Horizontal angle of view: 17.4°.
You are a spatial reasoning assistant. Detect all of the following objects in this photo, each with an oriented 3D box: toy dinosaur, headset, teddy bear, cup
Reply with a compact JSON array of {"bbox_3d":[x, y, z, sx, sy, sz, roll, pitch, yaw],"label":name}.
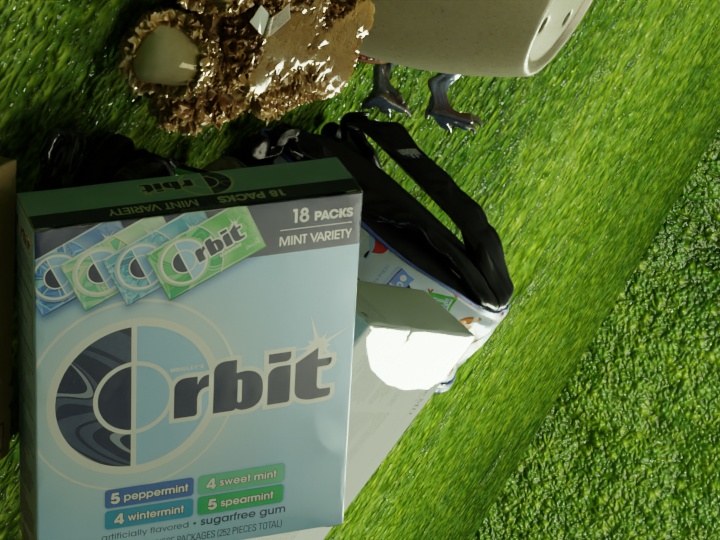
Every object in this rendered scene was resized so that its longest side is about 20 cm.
[{"bbox_3d":[0.070,-0.186,1.592,0.200,0.104,0.182,49,54,-64],"label":"toy dinosaur"},{"bbox_3d":[-0.104,-0.036,1.245,0.199,0.123,0.094,-5,120,-51],"label":"headset"},{"bbox_3d":[-0.067,-0.136,1.272,0.200,0.067,0.146,-24,136,-56],"label":"teddy bear"},{"bbox_3d":[0.069,-0.198,1.418,0.201,0.143,0.200,-53,167,-18],"label":"cup"}]

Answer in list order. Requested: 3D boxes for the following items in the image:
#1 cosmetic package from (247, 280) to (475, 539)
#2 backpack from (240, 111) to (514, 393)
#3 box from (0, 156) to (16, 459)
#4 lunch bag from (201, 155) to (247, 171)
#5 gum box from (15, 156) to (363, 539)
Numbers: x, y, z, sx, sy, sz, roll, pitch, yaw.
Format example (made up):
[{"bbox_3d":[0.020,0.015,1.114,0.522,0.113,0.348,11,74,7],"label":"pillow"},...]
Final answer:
[{"bbox_3d":[-0.035,0.098,1.347,0.200,0.052,0.151,-53,155,12],"label":"cosmetic package"},{"bbox_3d":[0.000,0.000,1.529,0.155,0.190,0.200,-60,168,16],"label":"backpack"},{"bbox_3d":[-0.224,0.048,1.090,0.200,0.021,0.164,-34,134,-57],"label":"box"},{"bbox_3d":[-0.116,0.058,1.391,0.167,0.139,0.201,-26,151,-33],"label":"lunch bag"},{"bbox_3d":[-0.089,0.049,1.197,0.169,0.045,0.201,-7,121,-19],"label":"gum box"}]
